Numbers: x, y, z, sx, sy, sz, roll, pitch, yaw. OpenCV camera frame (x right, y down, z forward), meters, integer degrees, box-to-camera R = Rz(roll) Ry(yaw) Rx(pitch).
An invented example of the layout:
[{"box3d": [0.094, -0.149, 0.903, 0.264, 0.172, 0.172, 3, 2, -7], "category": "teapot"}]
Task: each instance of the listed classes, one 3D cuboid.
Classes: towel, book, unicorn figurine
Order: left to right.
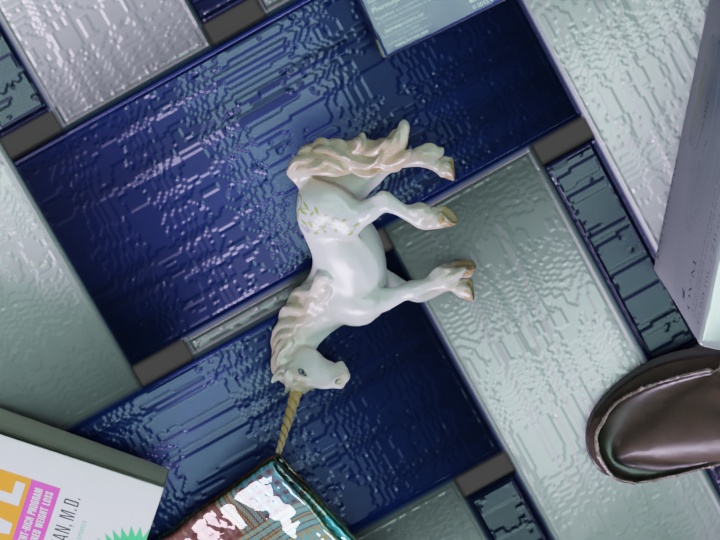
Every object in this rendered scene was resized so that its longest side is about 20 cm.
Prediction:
[{"box3d": [-0.235, 0.156, 1.765, 0.199, 0.048, 0.134, 19, 107, -3], "category": "book"}, {"box3d": [-0.037, 0.224, 1.782, 0.146, 0.022, 0.200, -37, 103, 27], "category": "towel"}, {"box3d": [0.000, 0.000, 1.732, 0.136, 0.074, 0.201, -8, 110, 8], "category": "unicorn figurine"}]

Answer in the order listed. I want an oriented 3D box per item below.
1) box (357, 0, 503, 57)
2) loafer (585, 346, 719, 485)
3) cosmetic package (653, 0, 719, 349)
[{"box3d": [0.026, -0.246, 1.699, 0.121, 0.032, 0.201, -25, 104, 2], "category": "box"}, {"box3d": [0.229, 0.084, 1.747, 0.199, 0.071, 0.073, -23, 102, 21], "category": "loafer"}, {"box3d": [0.261, -0.064, 1.667, 0.122, 0.200, 0.201, 10, 101, -3], "category": "cosmetic package"}]
